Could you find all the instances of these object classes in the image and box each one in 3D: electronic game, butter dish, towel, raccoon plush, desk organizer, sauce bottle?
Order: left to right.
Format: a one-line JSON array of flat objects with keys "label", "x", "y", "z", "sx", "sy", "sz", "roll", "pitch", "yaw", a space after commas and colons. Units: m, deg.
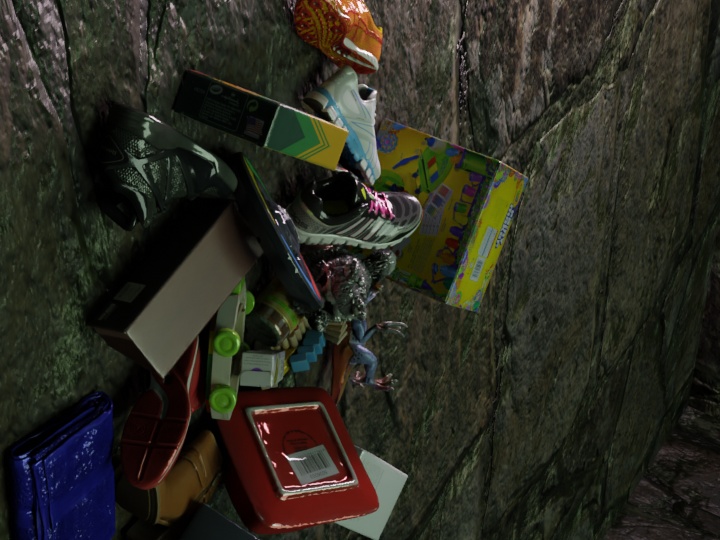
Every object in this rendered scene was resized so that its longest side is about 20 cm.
[{"label": "towel", "x": -0.319, "y": 0.250, "z": 1.517, "sx": 0.147, "sy": 0.049, "sz": 0.202, "roll": -35, "pitch": 139, "yaw": -47}, {"label": "desk organizer", "x": -0.198, "y": 0.017, "z": 1.514, "sx": 0.201, "sy": 0.071, "sz": 0.077, "roll": -53, "pitch": 127, "yaw": -27}, {"label": "electronic game", "x": -0.095, "y": -0.045, "z": 1.578, "sx": 0.041, "sy": 0.201, "sz": 0.200, "roll": -28, "pitch": 149, "yaw": 1}, {"label": "butter dish", "x": -0.108, "y": 0.268, "z": 1.799, "sx": 0.198, "sy": 0.201, "sz": 0.148, "roll": -1, "pitch": 142, "yaw": -41}, {"label": "sauce bottle", "x": -0.073, "y": 0.009, "z": 1.786, "sx": 0.201, "sy": 0.064, "sz": 0.065, "roll": -53, "pitch": 151, "yaw": -30}, {"label": "raccoon plush", "x": 0.000, "y": 0.000, "z": 1.718, "sx": 0.200, "sy": 0.133, "sz": 0.098, "roll": -39, "pitch": 108, "yaw": -35}]

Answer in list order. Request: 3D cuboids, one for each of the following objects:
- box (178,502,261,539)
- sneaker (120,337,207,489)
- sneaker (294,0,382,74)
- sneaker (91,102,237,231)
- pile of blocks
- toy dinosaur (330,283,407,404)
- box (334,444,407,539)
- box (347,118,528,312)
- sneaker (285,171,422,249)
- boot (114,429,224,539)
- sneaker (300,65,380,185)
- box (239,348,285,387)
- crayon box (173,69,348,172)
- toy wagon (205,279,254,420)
[{"label": "box", "x": -0.189, "y": 0.388, "z": 1.733, "sx": 0.149, "sy": 0.104, "sz": 0.200, "roll": -57, "pitch": 174, "yaw": -15}, {"label": "sneaker", "x": -0.211, "y": 0.168, "z": 1.590, "sx": 0.116, "sy": 0.077, "sz": 0.202, "roll": 66, "pitch": 35, "yaw": -60}, {"label": "sneaker", "x": -0.028, "y": -0.300, "z": 1.645, "sx": 0.200, "sy": 0.072, "sz": 0.078, "roll": 36, "pitch": 58, "yaw": -69}, {"label": "sneaker", "x": -0.209, "y": -0.091, "z": 1.437, "sx": 0.199, "sy": 0.076, "sz": 0.115, "roll": 25, "pitch": 90, "yaw": -61}, {"label": "pile of blocks", "x": -0.070, "y": 0.070, "z": 1.816, "sx": 0.201, "sy": 0.081, "sz": 0.062, "roll": -53, "pitch": 151, "yaw": -26}, {"label": "toy dinosaur", "x": -0.006, "y": 0.093, "z": 1.961, "sx": 0.200, "sy": 0.104, "sz": 0.183, "roll": -40, "pitch": 124, "yaw": -24}, {"label": "box", "x": -0.044, "y": 0.292, "z": 1.958, "sx": 0.107, "sy": 0.151, "sz": 0.200, "roll": -64, "pitch": 153, "yaw": -9}, {"label": "box", "x": 0.095, "y": -0.075, "z": 1.894, "sx": 0.122, "sy": 0.191, "sz": 0.202, "roll": 15, "pitch": 97, "yaw": -63}, {"label": "sneaker", "x": -0.001, "y": -0.080, "z": 1.741, "sx": 0.197, "sy": 0.074, "sz": 0.088, "roll": -2, "pitch": 147, "yaw": -26}, {"label": "boot", "x": -0.227, "y": 0.247, "z": 1.672, "sx": 0.155, "sy": 0.073, "sz": 0.201, "roll": -47, "pitch": 158, "yaw": -35}, {"label": "sneaker", "x": -0.002, "y": -0.184, "z": 1.743, "sx": 0.087, "sy": 0.075, "sz": 0.200, "roll": -51, "pitch": 151, "yaw": -12}, {"label": "box", "x": -0.118, "y": 0.117, "z": 1.678, "sx": 0.200, "sy": 0.041, "sz": 0.039, "roll": 101, "pitch": -6, "yaw": -88}, {"label": "crayon box", "x": -0.099, "y": -0.163, "z": 1.530, "sx": 0.199, "sy": 0.126, "sz": 0.051, "roll": 11, "pitch": 101, "yaw": -65}, {"label": "toy wagon", "x": -0.154, "y": 0.071, "z": 1.638, "sx": 0.155, "sy": 0.039, "sz": 0.203, "roll": -83, "pitch": 178, "yaw": -73}]
